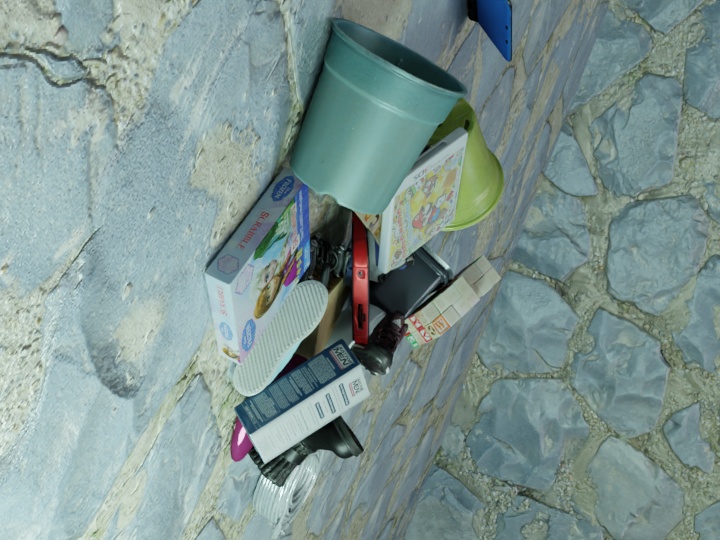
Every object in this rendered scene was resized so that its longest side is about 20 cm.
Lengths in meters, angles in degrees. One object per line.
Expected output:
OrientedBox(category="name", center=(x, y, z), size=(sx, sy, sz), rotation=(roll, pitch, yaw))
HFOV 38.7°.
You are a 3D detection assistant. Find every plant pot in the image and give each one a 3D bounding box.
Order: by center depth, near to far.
OrientedBox(category="plant pot", center=(0.010, -0.195, 1.354), size=(0.198, 0.199, 0.200), rotation=(-62, 166, 19))
OrientedBox(category="plant pot", center=(0.147, -0.205, 1.797), size=(0.202, 0.198, 0.185), rotation=(-59, 155, -22))

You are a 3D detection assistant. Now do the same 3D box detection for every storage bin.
OrientedBox(category="storage bin", center=(0.060, 0.028, 1.925), size=(0.135, 0.145, 0.200), rotation=(-48, -176, -21))

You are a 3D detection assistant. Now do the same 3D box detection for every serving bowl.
OrientedBox(category="serving bowl", center=(-0.043, 0.131, 1.826), size=(0.201, 0.066, 0.200), rotation=(-49, 170, -11))

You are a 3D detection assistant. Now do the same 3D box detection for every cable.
OrientedBox(category="cable", center=(-0.130, 0.384, 1.950), size=(0.200, 0.068, 0.202), rotation=(-44, 153, -55))

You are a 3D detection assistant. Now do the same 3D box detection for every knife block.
OrientedBox(category="knife block", center=(-0.079, 0.047, 1.625), size=(0.202, 0.063, 0.175), rotation=(-65, 164, -2))

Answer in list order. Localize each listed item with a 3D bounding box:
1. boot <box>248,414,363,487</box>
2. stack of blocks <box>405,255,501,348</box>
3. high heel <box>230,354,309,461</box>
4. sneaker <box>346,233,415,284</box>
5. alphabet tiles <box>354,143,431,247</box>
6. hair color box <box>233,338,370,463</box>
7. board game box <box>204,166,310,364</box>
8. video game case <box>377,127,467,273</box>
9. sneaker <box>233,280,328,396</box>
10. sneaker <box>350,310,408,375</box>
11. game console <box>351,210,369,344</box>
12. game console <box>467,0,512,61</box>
OrientedBox(category="boot", center=(-0.092, 0.290, 1.671), size=(0.157, 0.080, 0.211), rotation=(-41, -156, -10))
OrientedBox(category="stack of blocks", center=(0.173, 0.056, 1.929), size=(0.199, 0.059, 0.115), rotation=(-38, -179, -28))
OrientedBox(category="high heel", center=(-0.138, 0.226, 1.631), size=(0.203, 0.095, 0.067), rotation=(-68, 164, 9))
OrientedBox(category="sneaker", center=(0.052, -0.062, 1.801), size=(0.080, 0.114, 0.202), rotation=(-29, 141, -66))
OrientedBox(category="alphabet tiles", center=(0.056, -0.137, 1.597), size=(0.168, 0.008, 0.200), rotation=(-54, 157, -6))
OrientedBox(category="hair color box", center=(-0.087, 0.201, 1.576), size=(0.198, 0.061, 0.101), rotation=(-31, 145, -11))
OrientedBox(category="board game box", center=(-0.134, -0.004, 1.402), size=(0.201, 0.041, 0.201), rotation=(-57, 162, -30))
OrientedBox(category="video game case", center=(0.101, -0.112, 1.667), size=(0.181, 0.023, 0.202), rotation=(-38, 150, -31))
OrientedBox(category="sneaker", center=(-0.121, 0.096, 1.539), size=(0.200, 0.074, 0.082), rotation=(-49, 180, 0))
OrientedBox(category="sneaker", center=(0.040, 0.115, 1.773), size=(0.116, 0.075, 0.200), rotation=(-53, -178, -9))
OrientedBox(category="game console", center=(0.000, 0.000, 1.690), size=(0.178, 0.030, 0.203), rotation=(-90, 180, -55))
OrientedBox(category="game console", center=(0.249, -0.502, 1.801), size=(0.172, 0.117, 0.200), rotation=(-61, 165, -13))
